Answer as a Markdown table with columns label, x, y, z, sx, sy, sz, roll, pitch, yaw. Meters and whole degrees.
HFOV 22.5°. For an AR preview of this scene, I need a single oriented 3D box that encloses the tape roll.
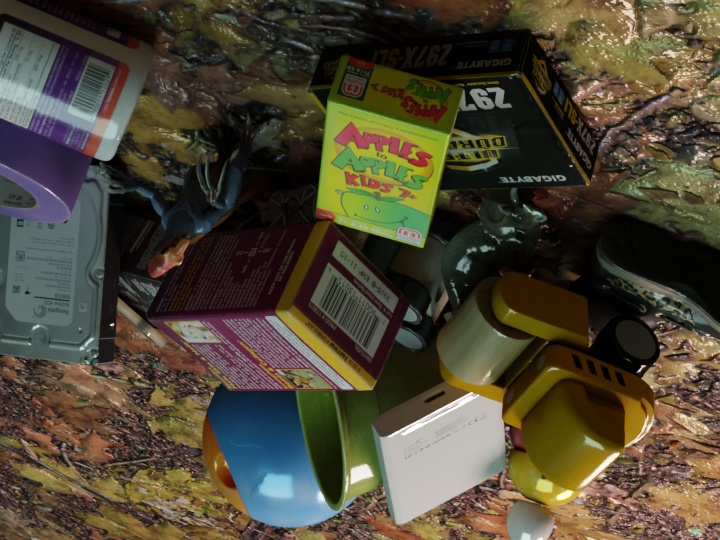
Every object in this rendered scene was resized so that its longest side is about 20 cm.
| label | x | y | z | sx | sy | sz | roll | pitch | yaw |
| --- | --- | --- | --- | --- | --- | --- | --- | --- | --- |
| tape roll | -0.352 | -0.123 | 1.698 | 0.200 | 0.085 | 0.200 | 17 | 165 | 5 |

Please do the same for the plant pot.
| label | x | y | z | sx | sy | sz | roll | pitch | yaw |
| --- | --- | --- | --- | --- | --- | --- | --- | --- | --- |
| plant pot | 0.045 | 0.132 | 1.880 | 0.190 | 0.200 | 0.200 | -11 | 157 | -14 |

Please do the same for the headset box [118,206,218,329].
| label | x | y | z | sx | sy | sz | roll | pitch | yaw |
| --- | --- | --- | --- | --- | --- | --- | --- | --- | --- |
| headset box | -0.168 | 0.016 | 1.860 | 0.200 | 0.075 | 0.149 | 14 | 158 | 40 |

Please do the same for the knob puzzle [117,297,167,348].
| label | x | y | z | sx | sy | sz | roll | pitch | yaw |
| --- | --- | --- | --- | --- | --- | --- | --- | --- | --- |
| knob puzzle | -0.284 | 0.031 | 1.951 | 0.220 | 0.030 | 0.220 | 39 | 173 | 6 |

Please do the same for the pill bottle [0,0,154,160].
| label | x | y | z | sx | sy | sz | roll | pitch | yaw |
| --- | --- | --- | --- | --- | --- | --- | --- | --- | --- |
| pill bottle | -0.289 | -0.181 | 1.563 | 0.200 | 0.112 | 0.111 | 22 | 153 | -10 |

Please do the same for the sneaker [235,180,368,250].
| label | x | y | z | sx | sy | sz | roll | pitch | yaw |
| --- | --- | --- | --- | --- | --- | --- | --- | --- | --- |
| sneaker | -0.053 | -0.045 | 1.709 | 0.082 | 0.075 | 0.200 | 9 | 159 | -26 |

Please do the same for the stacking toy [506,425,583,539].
| label | x | y | z | sx | sy | sz | roll | pitch | yaw |
| --- | --- | --- | --- | --- | --- | --- | --- | --- | --- |
| stacking toy | 0.202 | 0.194 | 1.877 | 0.146 | 0.200 | 0.146 | 17 | 173 | 2 |

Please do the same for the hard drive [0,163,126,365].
| label | x | y | z | sx | sy | sz | roll | pitch | yaw |
| --- | --- | --- | --- | --- | --- | --- | --- | --- | --- |
| hard drive | -0.308 | -0.010 | 1.815 | 0.139 | 0.200 | 0.038 | 6 | -177 | 22 |

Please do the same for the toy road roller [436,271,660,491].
| label | x | y | z | sx | sy | sz | roll | pitch | yaw |
| --- | --- | --- | --- | --- | --- | --- | --- | --- | --- |
| toy road roller | 0.171 | 0.107 | 1.634 | 0.200 | 0.146 | 0.123 | 22 | 136 | -15 |

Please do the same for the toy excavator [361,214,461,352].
| label | x | y | z | sx | sy | sz | roll | pitch | yaw |
| --- | --- | --- | --- | --- | --- | --- | --- | --- | --- |
| toy excavator | 0.000 | 0.000 | 1.788 | 0.200 | 0.100 | 0.195 | 24 | 157 | 17 |

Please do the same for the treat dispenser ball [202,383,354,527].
| label | x | y | z | sx | sy | sz | roll | pitch | yaw |
| --- | --- | --- | --- | --- | --- | --- | --- | --- | --- |
| treat dispenser ball | -0.080 | 0.190 | 2.051 | 0.200 | 0.201 | 0.201 | 13 | 153 | 7 |

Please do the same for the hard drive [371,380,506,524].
| label | x | y | z | sx | sy | sz | roll | pitch | yaw |
| --- | --- | --- | --- | --- | --- | --- | --- | --- | --- |
| hard drive | 0.081 | 0.173 | 1.785 | 0.132 | 0.026 | 0.200 | -27 | 150 | -10 |

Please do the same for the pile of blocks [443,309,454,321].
| label | x | y | z | sx | sy | sz | roll | pitch | yaw |
| --- | --- | --- | --- | --- | --- | --- | --- | --- | --- |
| pile of blocks | 0.181 | 0.051 | 1.767 | 0.200 | 0.082 | 0.062 | 4 | 160 | -33 |

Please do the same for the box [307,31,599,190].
| label | x | y | z | sx | sy | sz | roll | pitch | yaw |
| --- | --- | --- | --- | --- | --- | --- | --- | --- | --- |
| box | 0.079 | -0.129 | 1.524 | 0.200 | 0.049 | 0.160 | 0 | 147 | 30 |

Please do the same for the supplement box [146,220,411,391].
| label | x | y | z | sx | sy | sz | roll | pitch | yaw |
| --- | --- | --- | --- | --- | --- | --- | --- | --- | --- |
| supplement box | -0.076 | 0.036 | 1.670 | 0.200 | 0.103 | 0.131 | -3 | 143 | 44 |

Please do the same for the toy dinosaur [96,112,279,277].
| label | x | y | z | sx | sy | sz | roll | pitch | yaw |
| --- | --- | --- | --- | --- | --- | --- | --- | --- | --- |
| toy dinosaur | -0.134 | -0.055 | 1.636 | 0.105 | 0.182 | 0.200 | -8 | 145 | 39 |

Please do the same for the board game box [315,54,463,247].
| label | x | y | z | sx | sy | sz | roll | pitch | yaw |
| --- | --- | --- | --- | --- | --- | --- | --- | --- | --- |
| board game box | 0.021 | -0.096 | 1.515 | 0.101 | 0.048 | 0.200 | 16 | 154 | 3 |

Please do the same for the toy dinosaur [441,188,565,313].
| label | x | y | z | sx | sy | sz | roll | pitch | yaw |
| --- | --- | --- | --- | --- | --- | --- | --- | --- | --- |
| toy dinosaur | 0.122 | -0.019 | 1.667 | 0.102 | 0.077 | 0.200 | 30 | 136 | -18 |

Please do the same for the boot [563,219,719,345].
| label | x | y | z | sx | sy | sz | roll | pitch | yaw |
| --- | --- | --- | --- | --- | --- | --- | --- | --- | --- |
| boot | 0.287 | 0.038 | 1.693 | 0.200 | 0.073 | 0.151 | 24 | 152 | -7 |
